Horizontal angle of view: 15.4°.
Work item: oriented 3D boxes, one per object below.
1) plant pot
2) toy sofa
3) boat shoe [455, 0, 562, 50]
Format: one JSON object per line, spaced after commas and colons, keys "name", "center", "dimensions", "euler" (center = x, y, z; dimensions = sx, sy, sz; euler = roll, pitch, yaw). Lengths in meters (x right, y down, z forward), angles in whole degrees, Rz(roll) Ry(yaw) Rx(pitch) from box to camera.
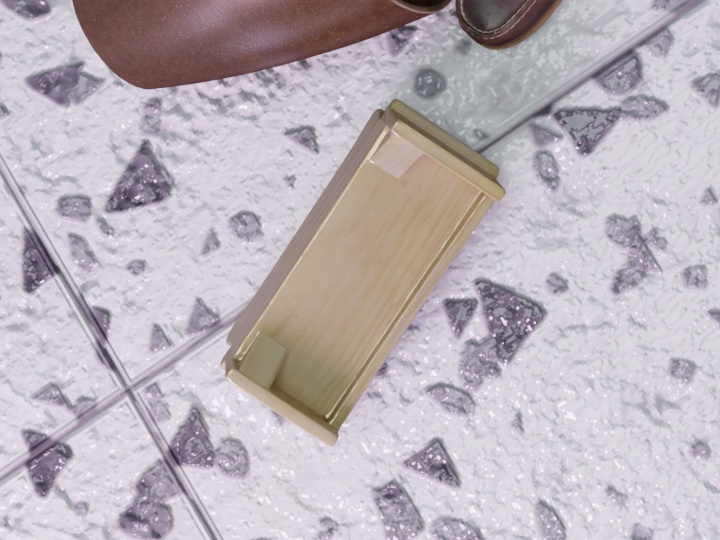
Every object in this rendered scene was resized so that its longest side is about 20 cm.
{"name": "plant pot", "center": [-0.073, -0.195, 1.623], "dimensions": [0.200, 0.187, 0.188], "euler": [-29, 79, 28]}
{"name": "toy sofa", "center": [0.000, 0.000, 1.635], "dimensions": [0.083, 0.098, 0.200], "euler": [33, 97, -9]}
{"name": "boat shoe", "center": [0.114, -0.229, 1.612], "dimensions": [0.070, 0.070, 0.201], "euler": [30, 97, 15]}
